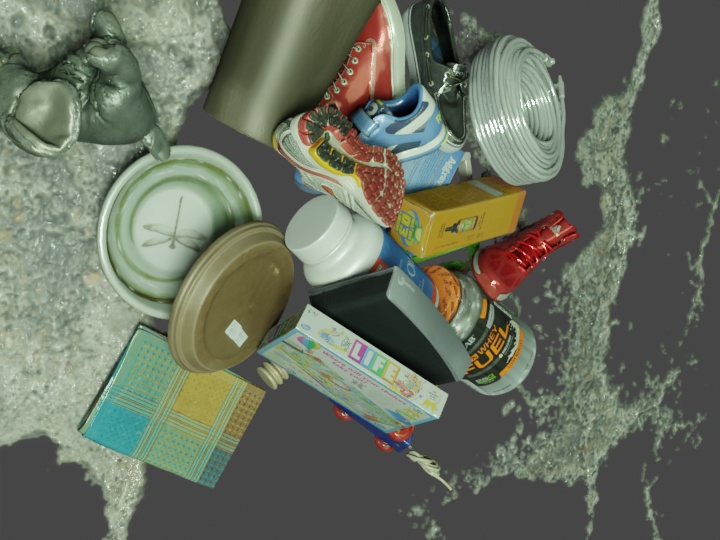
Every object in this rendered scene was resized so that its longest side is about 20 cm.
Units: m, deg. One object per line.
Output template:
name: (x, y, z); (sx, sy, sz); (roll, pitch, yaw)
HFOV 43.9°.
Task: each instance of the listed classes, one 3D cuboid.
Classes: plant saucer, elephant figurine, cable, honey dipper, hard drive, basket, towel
plant saucer: (-0.143, 0.037, 1.050); (0.200, 0.029, 0.201); (-42, 149, -33)
elephant figurine: (-0.323, -0.172, 0.911); (0.199, 0.155, 0.142); (-25, 156, -14)
cable: (0.210, -0.214, 1.195); (0.200, 0.069, 0.201); (22, 62, -51)
honey dipper: (-0.050, 0.077, 1.169); (0.200, 0.038, 0.038); (-41, 118, -20)
plant saucer: (-0.211, -0.046, 1.033); (0.199, 0.050, 0.201); (-9, 107, -32)
hard drive: (0.037, 0.081, 1.071); (0.200, 0.134, 0.042); (50, 35, -39)
basket: (-0.084, -0.247, 1.009); (0.201, 0.136, 0.180); (-62, 163, 11)
towel: (-0.225, 0.170, 1.091); (0.200, 0.022, 0.147); (33, 83, -34)

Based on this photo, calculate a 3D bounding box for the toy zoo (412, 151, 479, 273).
toy zoo: (0.103, -0.083, 1.237); (0.131, 0.020, 0.201); (-19, 110, -27)

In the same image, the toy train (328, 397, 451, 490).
toy train: (0.068, 0.188, 1.199); (0.200, 0.085, 0.116); (36, 65, 3)

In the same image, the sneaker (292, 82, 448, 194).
sneaker: (0.006, -0.159, 1.069); (0.199, 0.074, 0.082); (-27, 133, -8)

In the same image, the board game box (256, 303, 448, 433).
board game box: (-0.012, 0.122, 1.063); (0.200, 0.134, 0.034); (34, 62, -13)

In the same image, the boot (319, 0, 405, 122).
boot: (-0.020, -0.252, 1.098); (0.144, 0.072, 0.201); (-17, 113, -26)

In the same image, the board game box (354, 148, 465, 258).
board game box: (0.050, -0.085, 1.169); (0.103, 0.019, 0.201); (20, 102, -30)

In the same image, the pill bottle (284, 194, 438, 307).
pill bottle: (0.000, 0.000, 1.102); (0.200, 0.112, 0.112); (43, 78, -36)

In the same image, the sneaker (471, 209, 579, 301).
sneaker: (0.229, -0.034, 1.226); (0.078, 0.115, 0.200); (51, 32, -3)

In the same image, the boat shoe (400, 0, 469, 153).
boat shoe: (0.107, -0.253, 1.136); (0.070, 0.066, 0.201); (-3, 79, -40)

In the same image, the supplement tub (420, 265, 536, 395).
supplement tub: (0.143, 0.081, 1.226); (0.200, 0.122, 0.123); (36, 81, -39)

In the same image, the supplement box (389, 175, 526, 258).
supplement box: (0.129, -0.074, 1.168); (0.200, 0.069, 0.067); (-17, 129, -45)

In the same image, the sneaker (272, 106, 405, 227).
sneaker: (-0.018, -0.116, 1.009); (0.200, 0.082, 0.078); (41, 61, -41)
